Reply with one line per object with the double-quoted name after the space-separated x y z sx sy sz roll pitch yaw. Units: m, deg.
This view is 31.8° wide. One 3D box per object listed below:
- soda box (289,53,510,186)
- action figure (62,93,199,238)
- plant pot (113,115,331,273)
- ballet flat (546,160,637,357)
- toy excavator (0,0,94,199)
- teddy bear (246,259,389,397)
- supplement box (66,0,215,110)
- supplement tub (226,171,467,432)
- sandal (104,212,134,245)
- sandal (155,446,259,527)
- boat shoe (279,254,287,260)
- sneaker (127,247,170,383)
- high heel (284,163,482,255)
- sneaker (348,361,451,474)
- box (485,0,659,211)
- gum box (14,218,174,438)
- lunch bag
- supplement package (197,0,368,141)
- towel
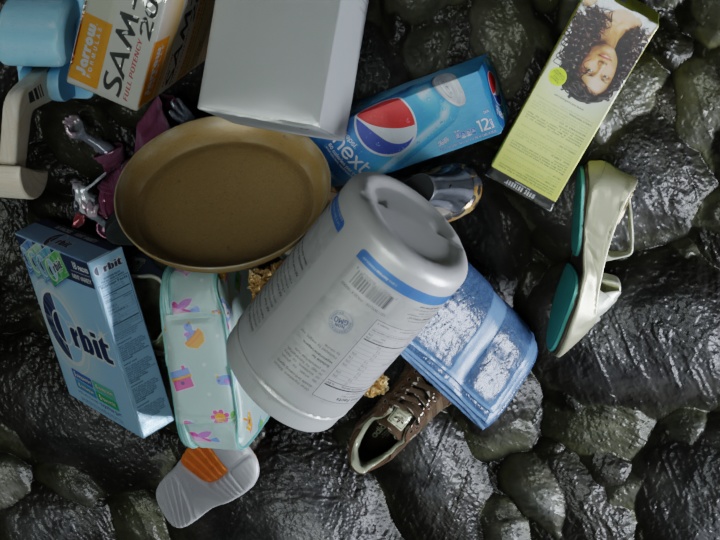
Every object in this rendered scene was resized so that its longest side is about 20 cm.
0.038 -0.137 1.202 0.197 0.068 0.065 -18 108 21 "soda box"
-0.222 -0.096 1.293 0.199 0.136 0.148 -28 147 36 "action figure"
-0.124 -0.067 1.150 0.197 0.202 0.028 9 137 11 "plant pot"
0.226 -0.006 1.214 0.068 0.070 0.203 11 115 10 "ballet flat"
-0.305 -0.187 1.198 0.098 0.200 0.198 5 114 13 "toy excavator"
-0.044 0.069 1.259 0.145 0.200 0.067 41 83 24 "teddy bear"
-0.180 -0.239 1.143 0.073 0.200 0.127 22 117 4 "supplement box"
-0.013 0.027 1.094 0.131 0.132 0.200 39 116 -4 "supplement tub"
-0.148 -0.042 1.222 0.197 0.049 0.076 -6 152 -7 "sandal"
-0.166 0.225 1.424 0.206 0.059 0.080 -38 82 46 "sandal"
0.000 0.002 1.273 0.200 0.065 0.075 28 117 2 "boat shoe"
-0.208 0.068 1.343 0.066 0.090 0.203 -8 111 17 "sneaker"
0.018 -0.052 1.215 0.198 0.142 0.073 -17 86 28 "high heel"
0.057 0.140 1.312 0.070 0.076 0.201 35 117 -2 "sneaker"
0.193 -0.160 1.162 0.074 0.050 0.202 27 117 2 "box"
-0.280 0.058 1.328 0.169 0.044 0.203 18 127 49 "gum box"
-0.143 0.077 1.295 0.076 0.161 0.203 -3 106 10 "lunch bag"
-0.061 -0.227 1.127 0.115 0.117 0.204 10 92 10 "supplement package"
0.095 0.059 1.222 0.112 0.048 0.200 -53 125 -9 "towel"
